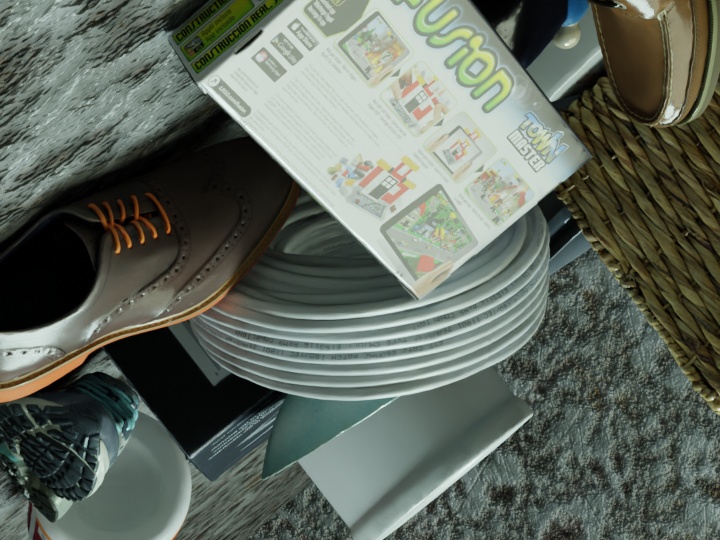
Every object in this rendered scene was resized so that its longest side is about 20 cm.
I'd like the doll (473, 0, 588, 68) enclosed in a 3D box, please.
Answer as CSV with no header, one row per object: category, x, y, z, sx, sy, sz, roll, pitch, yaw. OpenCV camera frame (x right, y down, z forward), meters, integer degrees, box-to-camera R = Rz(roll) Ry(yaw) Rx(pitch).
doll,0.058,-0.117,0.938,0.136,0.048,0.201,10,112,-53

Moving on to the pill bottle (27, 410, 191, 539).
pill bottle,-0.188,0.176,1.437,0.113,0.113,0.200,-36,173,-19

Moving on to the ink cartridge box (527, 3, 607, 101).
ink cartridge box,0.172,-0.193,1.105,0.200,0.084,0.145,-42,171,24

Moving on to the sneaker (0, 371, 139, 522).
sneaker,-0.178,0.093,1.218,0.086,0.078,0.200,-46,-177,-21

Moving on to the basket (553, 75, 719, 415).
basket,0.218,-0.044,1.114,0.149,0.200,0.143,-39,172,23

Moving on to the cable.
cable,0.000,0.000,1.031,0.200,0.199,0.070,-32,127,-45

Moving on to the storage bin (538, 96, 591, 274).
storage bin,0.133,-0.083,1.366,0.200,0.134,0.146,-29,168,-46

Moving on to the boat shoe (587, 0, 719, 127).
boat shoe,0.119,-0.150,0.896,0.068,0.072,0.201,-30,125,-31

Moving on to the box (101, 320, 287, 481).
box,-0.075,0.044,1.236,0.148,0.104,0.200,-38,173,-8

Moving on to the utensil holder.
utensil holder,0.008,0.085,1.502,0.170,0.200,0.170,-37,172,-6

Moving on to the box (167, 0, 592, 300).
box,0.015,-0.074,0.861,0.110,0.035,0.200,-40,139,5

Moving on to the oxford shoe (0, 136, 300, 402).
oxford shoe,-0.108,-0.009,0.922,0.200,0.071,0.073,-36,167,-20

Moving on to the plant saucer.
plant saucer,0.017,0.051,1.123,0.201,0.039,0.201,-34,178,-1
